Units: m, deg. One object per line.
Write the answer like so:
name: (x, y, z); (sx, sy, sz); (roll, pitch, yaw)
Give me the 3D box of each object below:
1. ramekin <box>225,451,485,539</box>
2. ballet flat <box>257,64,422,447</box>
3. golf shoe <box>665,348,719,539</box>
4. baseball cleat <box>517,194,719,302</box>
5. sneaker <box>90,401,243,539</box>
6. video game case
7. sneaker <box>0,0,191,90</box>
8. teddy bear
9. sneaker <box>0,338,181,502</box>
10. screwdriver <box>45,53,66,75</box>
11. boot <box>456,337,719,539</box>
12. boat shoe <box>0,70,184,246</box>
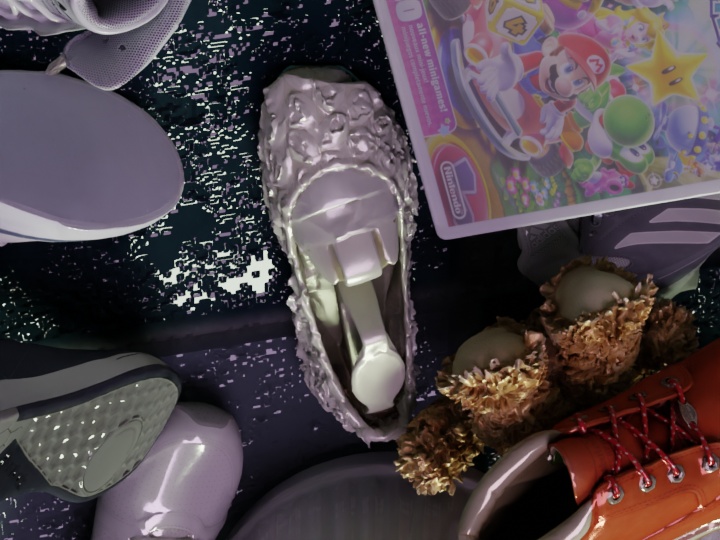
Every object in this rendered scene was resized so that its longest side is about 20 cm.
ramekin: (0.015, 0.199, 1.143); (0.200, 0.105, 0.200); (1, 108, 2)
ballet flat: (0.000, 0.000, 1.049); (0.072, 0.072, 0.200); (-15, 131, -5)
golf shoe: (0.164, 0.142, 1.106); (0.091, 0.075, 0.200); (19, 82, -24)
baseball cleat: (0.126, -0.037, 1.025); (0.106, 0.070, 0.200); (2, 147, -17)
sneaker: (-0.104, 0.151, 1.133); (0.070, 0.080, 0.200); (12, 123, -24)
video game case: (0.105, -0.096, 0.933); (0.200, 0.018, 0.143); (-9, 104, 26)
sneaker: (-0.140, -0.113, 0.876); (0.200, 0.115, 0.075); (-26, 131, 5)
teddy bear: (0.087, 0.055, 1.057); (0.145, 0.067, 0.200); (-31, 165, -22)
sneaker: (-0.174, 0.037, 1.013); (0.077, 0.146, 0.202); (-60, 158, 12)
screwdriver: (-0.051, -0.141, 0.941); (0.200, 0.028, 0.029); (-31, 101, 10)
boot: (0.132, 0.078, 1.009); (0.200, 0.075, 0.107); (-39, 153, 13)
boat shoe: (-0.173, -0.042, 0.966); (0.200, 0.074, 0.065); (6, 158, -29)
